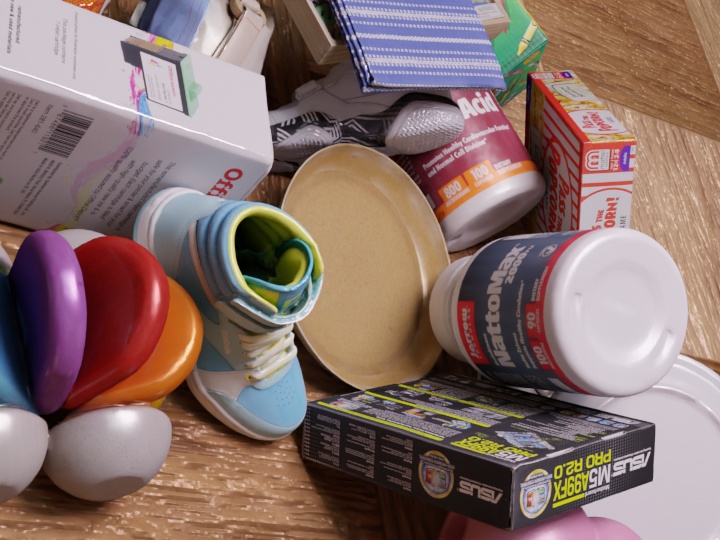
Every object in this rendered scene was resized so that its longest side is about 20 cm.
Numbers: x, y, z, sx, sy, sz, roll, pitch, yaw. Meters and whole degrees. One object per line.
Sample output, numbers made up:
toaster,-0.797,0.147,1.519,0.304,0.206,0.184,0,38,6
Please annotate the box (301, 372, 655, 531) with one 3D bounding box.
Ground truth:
box,0.082,0.121,0.902,0.160,0.200,0.044,-8,103,-44

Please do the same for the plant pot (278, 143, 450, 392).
plant pot,0.000,0.000,1.003,0.200,0.027,0.200,18,65,-43

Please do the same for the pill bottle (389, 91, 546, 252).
pill bottle,0.070,-0.128,1.132,0.114,0.114,0.200,-15,70,-46

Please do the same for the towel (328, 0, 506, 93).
towel,0.025,-0.224,0.993,0.145,0.024,0.200,-7,67,-37

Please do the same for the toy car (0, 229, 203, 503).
toy car,-0.187,0.039,0.758,0.200,0.150,0.175,4,58,-39

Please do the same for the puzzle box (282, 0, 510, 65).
puzzle box,0.018,-0.237,1.025,0.200,0.025,0.133,-17,71,-39

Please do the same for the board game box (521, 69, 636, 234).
board game box,0.187,-0.075,1.113,0.046,0.152,0.200,-4,24,-5

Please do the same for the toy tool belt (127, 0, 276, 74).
toy tool belt,-0.135,-0.193,0.984,0.123,0.125,0.200,23,72,-24

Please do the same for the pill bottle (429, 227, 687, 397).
pill bottle,0.139,0.031,0.962,0.119,0.200,0.120,1,88,-26

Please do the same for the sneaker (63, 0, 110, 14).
sneaker,-0.212,-0.216,0.932,0.073,0.200,0.077,30,-10,26

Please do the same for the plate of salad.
plate of salad,0.223,0.162,0.998,0.200,0.048,0.201,1,84,-9

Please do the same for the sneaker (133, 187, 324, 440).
sneaker,-0.064,0.038,0.838,0.080,0.130,0.200,-44,120,-32

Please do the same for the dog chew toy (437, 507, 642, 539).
dog chew toy,0.154,0.226,0.910,0.200,0.125,0.125,24,45,-8

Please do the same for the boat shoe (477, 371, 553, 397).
boat shoe,0.152,0.064,1.099,0.067,0.057,0.200,38,42,-11

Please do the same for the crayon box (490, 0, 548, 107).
crayon box,0.111,-0.223,1.197,0.119,0.058,0.200,52,0,5

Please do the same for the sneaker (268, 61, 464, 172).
sneaker,-0.020,-0.150,1.048,0.199,0.075,0.115,-8,75,-7

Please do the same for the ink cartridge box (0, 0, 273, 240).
ink cartridge box,-0.180,-0.092,0.867,0.200,0.145,0.084,16,50,-31
